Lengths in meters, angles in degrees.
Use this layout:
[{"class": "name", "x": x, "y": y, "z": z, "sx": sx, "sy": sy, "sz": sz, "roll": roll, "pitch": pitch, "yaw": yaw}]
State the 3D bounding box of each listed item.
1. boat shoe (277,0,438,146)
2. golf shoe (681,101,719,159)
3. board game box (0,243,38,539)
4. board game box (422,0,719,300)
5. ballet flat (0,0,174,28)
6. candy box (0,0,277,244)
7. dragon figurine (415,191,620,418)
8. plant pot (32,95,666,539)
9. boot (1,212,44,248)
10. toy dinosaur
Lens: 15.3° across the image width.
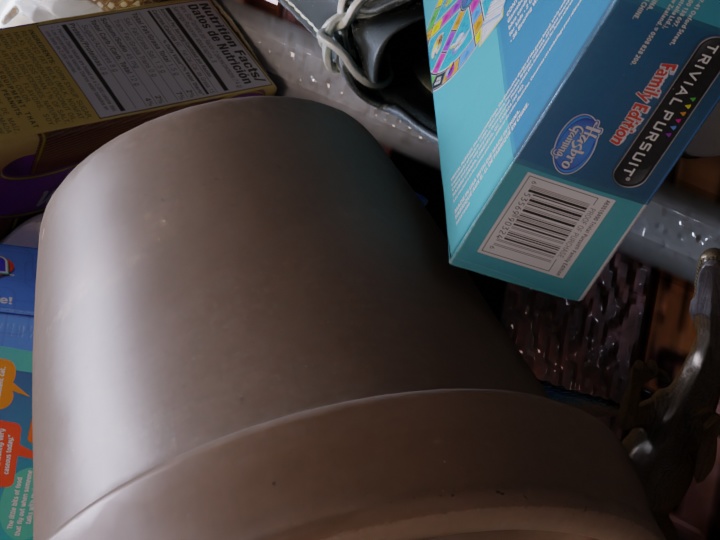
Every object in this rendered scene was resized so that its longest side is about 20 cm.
[{"class": "boat shoe", "x": 0.018, "y": -0.090, "z": 0.940, "sx": 0.200, "sy": 0.062, "sz": 0.073, "roll": 36, "pitch": 125, "yaw": 30}, {"class": "golf shoe", "x": 0.157, "y": -0.085, "z": 0.798, "sx": 0.095, "sy": 0.078, "sz": 0.200, "roll": 53, "pitch": 133, "yaw": 18}, {"class": "board game box", "x": -0.166, "y": 0.060, "z": 0.938, "sx": 0.045, "sy": 0.200, "sz": 0.152, "roll": -102, "pitch": 23, "yaw": -56}, {"class": "board game box", "x": 0.072, "y": -0.115, "z": 0.813, "sx": 0.200, "sy": 0.047, "sz": 0.151, "roll": -93, "pitch": 27, "yaw": -46}, {"class": "ballet flat", "x": -0.137, "y": -0.087, "z": 1.081, "sx": 0.070, "sy": 0.065, "sz": 0.200, "roll": 34, "pitch": 144, "yaw": -20}, {"class": "candy box", "x": -0.140, "y": -0.035, "z": 1.010, "sx": 0.056, "sy": 0.200, "sz": 0.117, "roll": 55, "pitch": 133, "yaw": 22}, {"class": "dragon figurine", "x": 0.000, "y": 0.000, "z": 0.970, "sx": 0.200, "sy": 0.059, "sz": 0.100, "roll": 6, "pitch": 71, "yaw": 19}, {"class": "plant pot", "x": -0.023, "y": 0.048, "z": 0.821, "sx": 0.200, "sy": 0.200, "sz": 0.175, "roll": -47, "pitch": 50, "yaw": 41}, {"class": "boot", "x": -0.072, "y": 0.060, "z": 1.032, "sx": 0.073, "sy": 0.090, "sz": 0.200, "roll": -9, "pitch": 107, "yaw": 33}, {"class": "toy dinosaur", "x": 0.084, "y": 0.088, "z": 0.907, "sx": 0.060, "sy": 0.106, "sz": 0.200, "roll": 34, "pitch": 109, "yaw": -2}]
